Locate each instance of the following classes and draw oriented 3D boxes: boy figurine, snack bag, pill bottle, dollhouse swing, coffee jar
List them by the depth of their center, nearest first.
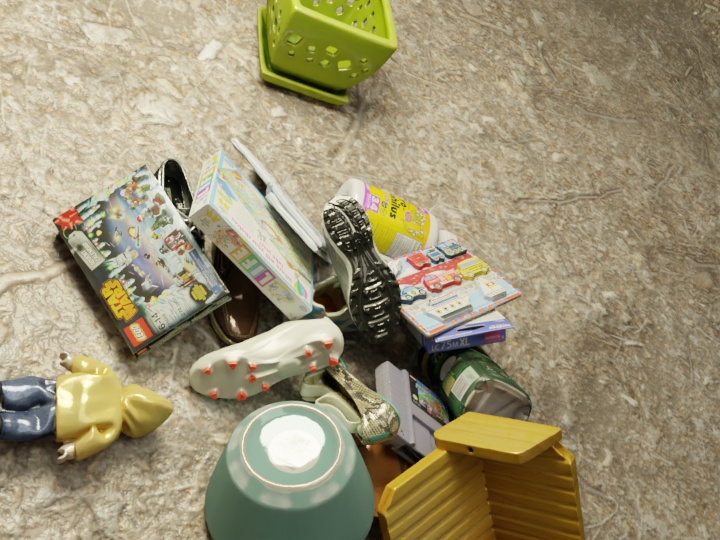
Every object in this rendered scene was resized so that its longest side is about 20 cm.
[{"bbox_3d":[-0.306,0.147,0.895,0.198,0.064,0.126,4,56,-35],"label":"boy figurine"},{"bbox_3d":[0.148,0.308,0.984,0.175,0.180,0.203,-34,120,-47],"label":"dollhouse swing"},{"bbox_3d":[0.152,0.155,1.146,0.103,0.086,0.200,29,8,-20],"label":"coffee jar"},{"bbox_3d":[-0.109,-0.096,1.168,0.201,0.021,0.189,51,1,5],"label":"snack bag"},{"bbox_3d":[0.051,-0.059,1.277,0.198,0.104,0.105,22,48,-22],"label":"pill bottle"}]

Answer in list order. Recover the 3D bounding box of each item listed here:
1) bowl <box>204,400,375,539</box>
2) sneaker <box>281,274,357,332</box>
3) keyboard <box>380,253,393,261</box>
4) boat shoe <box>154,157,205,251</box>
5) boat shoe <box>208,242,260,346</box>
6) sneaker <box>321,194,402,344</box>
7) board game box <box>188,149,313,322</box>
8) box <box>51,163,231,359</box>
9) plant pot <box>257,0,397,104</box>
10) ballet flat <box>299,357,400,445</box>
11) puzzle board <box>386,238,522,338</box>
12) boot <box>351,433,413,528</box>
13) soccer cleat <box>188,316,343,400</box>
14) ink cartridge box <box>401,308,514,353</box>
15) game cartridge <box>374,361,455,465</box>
[{"bbox_3d":[-0.078,0.225,0.916,0.197,0.106,0.202,3,40,-2],"label":"bowl"},{"bbox_3d":[-0.015,0.042,1.169,0.198,0.081,0.077,-20,72,-42],"label":"sneaker"},{"bbox_3d":[0.062,0.015,1.265,0.198,0.057,0.011,23,33,-21],"label":"keyboard"},{"bbox_3d":[-0.238,-0.058,1.090,0.073,0.068,0.202,6,56,-32],"label":"boat shoe"},{"bbox_3d":[-0.165,0.001,1.095,0.074,0.075,0.205,9,54,-30],"label":"boat shoe"},{"bbox_3d":[0.000,0.000,1.102,0.073,0.079,0.203,-18,88,-12],"label":"sneaker"},{"bbox_3d":[-0.134,-0.045,1.063,0.200,0.034,0.135,49,21,-28],"label":"board game box"},{"bbox_3d":[-0.269,-0.013,1.011,0.136,0.040,0.201,-33,79,-12],"label":"box"},{"bbox_3d":[-0.073,-0.411,1.391,0.196,0.182,0.203,12,52,-28],"label":"plant pot"},{"bbox_3d":[-0.031,0.156,1.033,0.074,0.069,0.199,-14,30,-30],"label":"ballet flat"},{"bbox_3d":[0.116,0.017,1.164,0.198,0.018,0.150,-19,46,-37],"label":"puzzle board"},{"bbox_3d":[0.009,0.245,1.040,0.198,0.077,0.157,2,59,-37],"label":"boot"},{"bbox_3d":[-0.118,0.109,1.034,0.197,0.070,0.078,-14,29,-9],"label":"soccer cleat"},{"bbox_3d":[0.129,0.069,1.177,0.117,0.043,0.200,-8,17,-12],"label":"ink cartridge box"},{"bbox_3d":[0.096,0.218,1.100,0.200,0.038,0.131,40,31,-30],"label":"game cartridge"}]
